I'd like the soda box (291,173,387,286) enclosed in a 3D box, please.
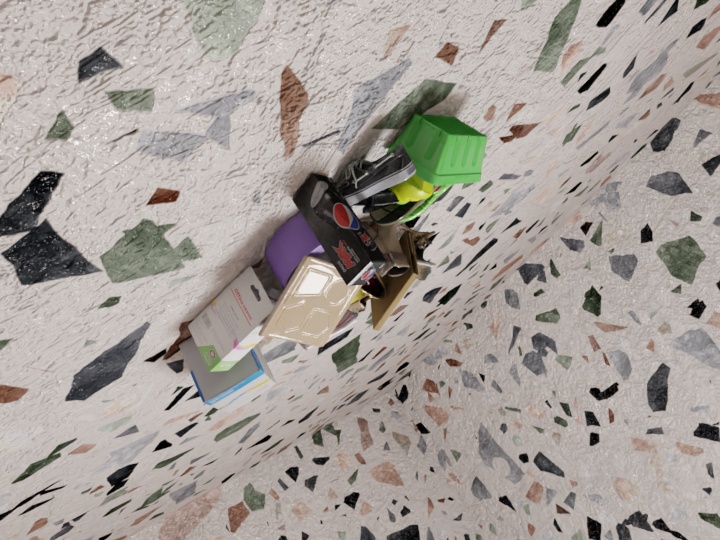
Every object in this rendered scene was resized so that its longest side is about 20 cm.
[{"bbox_3d":[-0.039,-0.074,1.017,0.071,0.202,0.063,-43,160,25],"label":"soda box"}]

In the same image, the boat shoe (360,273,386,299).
[{"bbox_3d":[0.000,0.000,1.354,0.074,0.066,0.199,-49,129,1],"label":"boat shoe"}]

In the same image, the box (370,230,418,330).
[{"bbox_3d":[0.079,0.026,1.412,0.021,0.166,0.202,20,126,-20],"label":"box"}]

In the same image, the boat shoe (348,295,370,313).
[{"bbox_3d":[-0.015,0.087,1.644,0.199,0.073,0.075,-43,160,18],"label":"boat shoe"}]

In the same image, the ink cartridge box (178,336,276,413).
[{"bbox_3d":[-0.301,0.221,1.321,0.142,0.149,0.201,-29,161,-8],"label":"ink cartridge box"}]

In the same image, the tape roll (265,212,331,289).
[{"bbox_3d":[-0.093,-0.044,1.178,0.197,0.086,0.201,-33,162,-12],"label":"tape roll"}]

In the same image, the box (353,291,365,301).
[{"bbox_3d":[-0.098,0.080,1.435,0.197,0.049,0.116,-31,-161,-22],"label":"box"}]

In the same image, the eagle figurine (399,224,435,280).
[{"bbox_3d":[0.126,-0.033,1.540,0.151,0.150,0.202,-45,169,-49],"label":"eagle figurine"}]

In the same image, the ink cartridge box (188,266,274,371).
[{"bbox_3d":[-0.251,0.100,1.176,0.199,0.119,0.067,-41,157,15],"label":"ink cartridge box"}]

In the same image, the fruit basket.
[{"bbox_3d":[0.139,-0.203,1.151,0.214,0.155,0.219,-36,148,-27],"label":"fruit basket"}]

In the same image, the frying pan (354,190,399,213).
[{"bbox_3d":[0.007,-0.137,1.124,0.112,0.032,0.189,2,-168,28],"label":"frying pan"}]

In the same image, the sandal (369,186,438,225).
[{"bbox_3d":[0.110,-0.162,1.266,0.198,0.080,0.058,-35,158,-8],"label":"sandal"}]

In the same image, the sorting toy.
[{"bbox_3d":[-0.095,0.064,1.143,0.197,0.036,0.188,16,112,-50],"label":"sorting toy"}]

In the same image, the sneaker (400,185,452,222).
[{"bbox_3d":[0.152,-0.171,1.332,0.197,0.078,0.084,-34,159,-4],"label":"sneaker"}]

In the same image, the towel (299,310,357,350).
[{"bbox_3d":[-0.101,0.133,1.410,0.144,0.031,0.199,-30,-164,-15],"label":"towel"}]

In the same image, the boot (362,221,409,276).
[{"bbox_3d":[0.069,-0.059,1.334,0.197,0.148,0.071,-20,156,-40],"label":"boot"}]

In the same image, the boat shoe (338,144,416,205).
[{"bbox_3d":[0.008,-0.176,1.060,0.196,0.069,0.074,-16,-157,40],"label":"boat shoe"}]

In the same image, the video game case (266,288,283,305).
[{"bbox_3d":[-0.171,0.104,1.274,0.140,0.018,0.199,24,150,-20],"label":"video game case"}]
